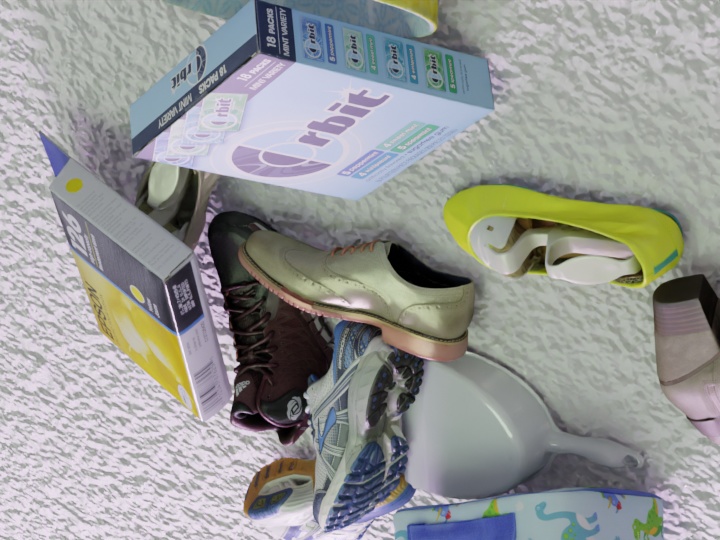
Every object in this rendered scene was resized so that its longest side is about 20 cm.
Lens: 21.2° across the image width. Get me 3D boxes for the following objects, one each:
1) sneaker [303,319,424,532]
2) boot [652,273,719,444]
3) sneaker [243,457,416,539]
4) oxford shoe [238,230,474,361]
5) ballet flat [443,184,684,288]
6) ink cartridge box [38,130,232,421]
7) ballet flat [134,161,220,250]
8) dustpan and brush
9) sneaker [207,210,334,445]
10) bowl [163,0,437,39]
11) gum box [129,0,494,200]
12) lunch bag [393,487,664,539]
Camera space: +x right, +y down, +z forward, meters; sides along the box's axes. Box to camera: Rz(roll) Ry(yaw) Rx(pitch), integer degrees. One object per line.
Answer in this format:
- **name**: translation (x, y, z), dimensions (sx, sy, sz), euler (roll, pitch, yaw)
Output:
- **sneaker**: translation (-0.007, 0.123, 1.581), dimensions (0.085, 0.077, 0.202), euler (40, 127, 35)
- **boot**: translation (0.298, 0.063, 1.350), dimensions (0.198, 0.070, 0.147), euler (-2, 131, 39)
- **sneaker**: translation (-0.011, 0.202, 1.707), dimensions (0.199, 0.076, 0.088), euler (-13, 134, 46)
- **oxford shoe**: translation (0.000, 0.000, 1.514), dimensions (0.198, 0.071, 0.074), euler (20, 118, 10)
- **ballet flat**: translation (0.135, -0.020, 1.386), dimensions (0.198, 0.067, 0.067), euler (7, 131, 32)
- **ink cartridge box**: translation (-0.198, 0.006, 1.606), dimensions (0.199, 0.047, 0.199), euler (35, 154, 29)
- **ballet flat**: translation (-0.156, -0.060, 1.567), dimensions (0.069, 0.070, 0.201), euler (34, 140, 6)
- **dustpan and brush**: translation (0.129, 0.136, 1.552), dimensions (0.199, 0.057, 0.141), euler (18, 125, 33)
- **sneaker**: translation (-0.083, 0.058, 1.581), dimensions (0.075, 0.116, 0.201), euler (-9, 121, 41)
- **bowl**: translation (-0.040, -0.226, 1.281), dimensions (0.198, 0.199, 0.109), euler (6, 88, 32)
- **gum box**: translation (-0.035, -0.115, 1.352), dimensions (0.198, 0.045, 0.169), euler (8, 155, -35)
- **lunch bag**: translation (0.130, 0.220, 1.537), dimensions (0.160, 0.083, 0.199), euler (12, 160, -44)
